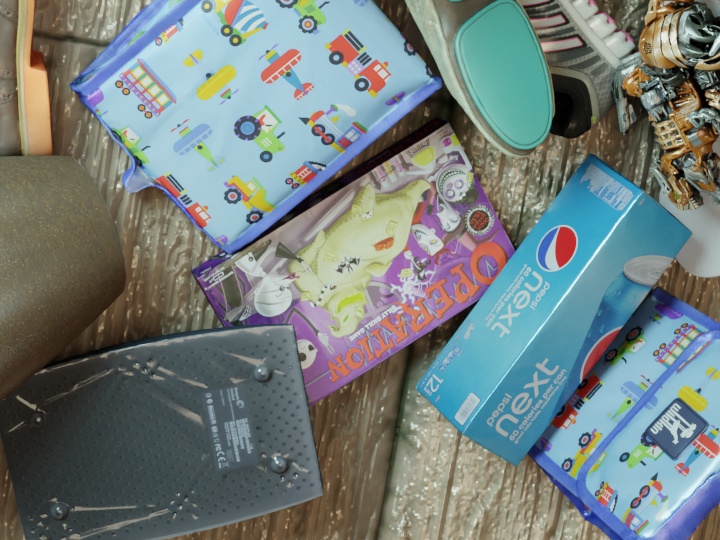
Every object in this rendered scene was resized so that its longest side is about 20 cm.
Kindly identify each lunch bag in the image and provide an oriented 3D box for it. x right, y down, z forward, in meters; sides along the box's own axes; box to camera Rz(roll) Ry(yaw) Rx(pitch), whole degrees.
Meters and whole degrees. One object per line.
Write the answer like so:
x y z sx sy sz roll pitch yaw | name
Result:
-0.075 -0.115 1.229 0.200 0.094 0.151 -41 111 6 | lunch bag
0.211 0.115 1.278 0.151 0.200 0.094 -45 109 -3 | lunch bag

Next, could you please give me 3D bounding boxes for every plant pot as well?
-0.250 0.008 1.165 0.199 0.186 0.189 -25 107 -23 | plant pot

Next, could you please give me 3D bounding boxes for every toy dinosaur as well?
0.225 -0.141 1.238 0.134 0.103 0.202 -3 124 19 | toy dinosaur

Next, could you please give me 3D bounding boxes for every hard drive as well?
-0.131 0.106 1.260 0.198 0.042 0.136 -12 108 -4 | hard drive

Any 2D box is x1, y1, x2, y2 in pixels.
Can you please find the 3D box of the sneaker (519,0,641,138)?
0.100 -0.158 1.267 0.199 0.074 0.088 38 84 -24 | sneaker

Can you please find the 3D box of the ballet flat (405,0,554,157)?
0.062 -0.165 1.211 0.067 0.062 0.201 -30 104 -16 | ballet flat

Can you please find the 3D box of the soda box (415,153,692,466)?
0.130 0.027 1.301 0.068 0.064 0.201 33 96 -41 | soda box

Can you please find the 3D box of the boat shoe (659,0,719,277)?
0.240 -0.098 1.324 0.068 0.057 0.202 -1 104 18 | boat shoe

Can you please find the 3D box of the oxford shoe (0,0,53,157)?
-0.233 -0.164 1.178 0.072 0.071 0.202 -7 103 -10 | oxford shoe

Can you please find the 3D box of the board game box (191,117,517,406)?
0.000 0.000 1.298 0.199 0.032 0.121 -32 112 -7 | board game box
